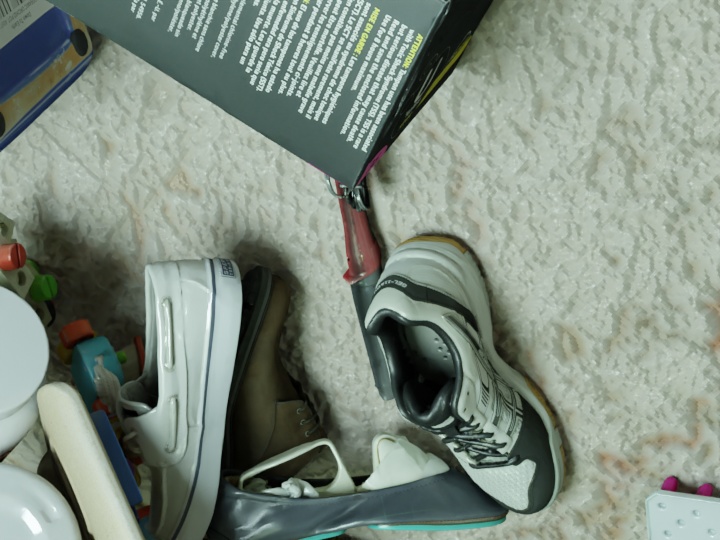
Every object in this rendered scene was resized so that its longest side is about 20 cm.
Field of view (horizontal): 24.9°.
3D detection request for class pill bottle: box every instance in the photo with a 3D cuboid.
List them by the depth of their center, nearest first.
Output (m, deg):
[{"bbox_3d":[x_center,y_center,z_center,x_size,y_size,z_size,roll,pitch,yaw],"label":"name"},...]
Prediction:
[{"bbox_3d":[-0.268,0.082,1.050,0.112,0.112,0.200,44,146,-4],"label":"pill bottle"},{"bbox_3d":[-0.242,0.195,1.056,0.112,0.112,0.200,39,159,0],"label":"pill bottle"}]

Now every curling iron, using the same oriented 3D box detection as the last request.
[{"bbox_3d":[0.000,0.000,0.999,0.025,0.050,0.200,-4,126,7],"label":"curling iron"}]

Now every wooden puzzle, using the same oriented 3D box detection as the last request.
[{"bbox_3d":[-0.150,0.172,1.026,0.186,0.046,0.200,63,160,13],"label":"wooden puzzle"}]

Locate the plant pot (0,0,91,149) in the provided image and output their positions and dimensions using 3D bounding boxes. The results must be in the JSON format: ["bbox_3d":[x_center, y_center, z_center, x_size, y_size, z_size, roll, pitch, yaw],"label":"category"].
[{"bbox_3d":[-0.279,-0.149,0.947,0.179,0.200,0.200,-7,117,23],"label":"plant pot"}]

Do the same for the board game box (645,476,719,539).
[{"bbox_3d":[0.283,0.223,1.007,0.200,0.026,0.200,5,123,26],"label":"board game box"}]

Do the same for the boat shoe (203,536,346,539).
[{"bbox_3d":[-0.066,0.234,1.181,0.200,0.074,0.066,-2,132,31],"label":"boat shoe"}]

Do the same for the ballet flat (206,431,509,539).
[{"bbox_3d":[-0.003,0.141,1.051,0.199,0.073,0.073,-6,122,-3],"label":"ballet flat"}]

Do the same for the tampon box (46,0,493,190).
[{"bbox_3d":[-0.035,-0.168,0.835,0.200,0.150,0.126,33,130,5],"label":"tampon box"}]

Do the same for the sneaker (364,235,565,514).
[{"bbox_3d":[0.057,0.081,0.994,0.076,0.088,0.200,-16,113,33],"label":"sneaker"}]

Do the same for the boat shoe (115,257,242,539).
[{"bbox_3d":[-0.120,0.087,1.021,0.066,0.072,0.200,3,114,-20],"label":"boat shoe"}]

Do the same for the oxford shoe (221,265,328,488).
[{"bbox_3d":[-0.061,0.086,1.085,0.084,0.073,0.200,4,120,-9],"label":"oxford shoe"}]

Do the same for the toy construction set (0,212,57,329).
[{"bbox_3d":[-0.285,0.001,1.130,0.200,0.092,0.131,3,122,40],"label":"toy construction set"}]

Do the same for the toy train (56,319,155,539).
[{"bbox_3d":[-0.151,0.125,1.128,0.150,0.056,0.200,39,144,50],"label":"toy train"}]
